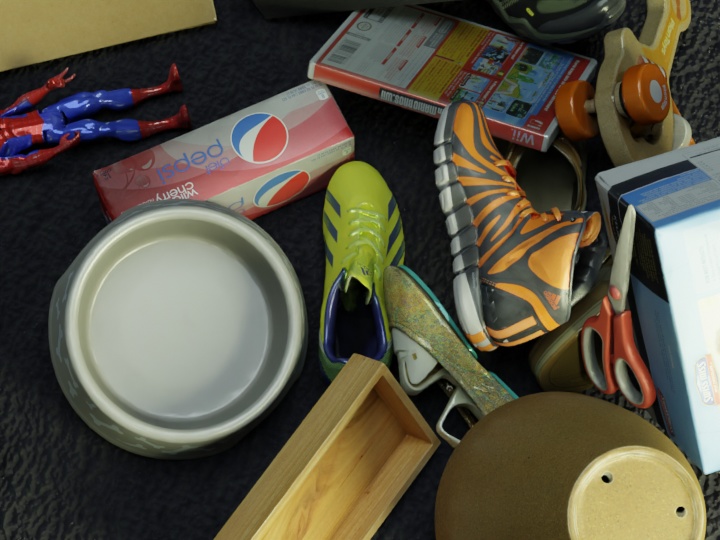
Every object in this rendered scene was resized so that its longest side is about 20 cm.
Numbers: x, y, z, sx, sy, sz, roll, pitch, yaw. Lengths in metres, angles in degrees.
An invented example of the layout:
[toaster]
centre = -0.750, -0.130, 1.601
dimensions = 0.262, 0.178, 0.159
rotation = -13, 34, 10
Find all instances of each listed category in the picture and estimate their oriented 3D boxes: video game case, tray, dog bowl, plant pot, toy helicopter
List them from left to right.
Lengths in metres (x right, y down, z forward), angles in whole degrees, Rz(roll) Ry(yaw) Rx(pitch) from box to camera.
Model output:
[dog bowl]
centre = -0.134, 0.042, 1.679
dimensions = 0.200, 0.059, 0.201
rotation = 1, 84, -8
[tray]
centre = -0.030, 0.169, 1.631
dimensions = 0.037, 0.099, 0.200
rotation = 18, 63, 44
[video game case]
centre = 0.075, -0.160, 1.787
dimensions = 0.200, 0.017, 0.143
rotation = 18, 35, 13
[plant pot]
centre = 0.161, 0.168, 1.541
dimensions = 0.186, 0.200, 0.187
rotation = 1, 82, -9
[toy helicopter]
centre = 0.235, -0.151, 1.778
dimensions = 0.079, 0.132, 0.200
rotation = -13, 42, 37

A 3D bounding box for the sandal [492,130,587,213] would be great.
[sandal]
centre = 0.141, -0.073, 1.763
dimensions = 0.080, 0.054, 0.200
rotation = 0, 58, 1

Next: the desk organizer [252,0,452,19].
[desk organizer]
centre = 0.002, -0.262, 1.809
dimensions = 0.200, 0.072, 0.077
rotation = -2, 57, 29

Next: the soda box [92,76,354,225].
[soda box]
centre = -0.105, -0.076, 1.765
dimensions = 0.200, 0.070, 0.063
rotation = -24, 67, -10

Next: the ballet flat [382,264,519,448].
[ballet flat]
centre = 0.070, 0.086, 1.667
dimensions = 0.071, 0.071, 0.200
rotation = -41, 88, -16

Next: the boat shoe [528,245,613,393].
[boat shoe]
centre = 0.200, 0.014, 1.720
dimensions = 0.200, 0.074, 0.066
rotation = -40, 46, -9

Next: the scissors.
[scissors]
centre = 0.178, 0.020, 1.610
dimensions = 0.014, 0.200, 0.073
rotation = -31, 42, -22

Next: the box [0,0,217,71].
[box]
centre = -0.232, -0.260, 1.838
dimensions = 0.200, 0.021, 0.164
rotation = -14, 100, -6

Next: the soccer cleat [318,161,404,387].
[soccer cleat]
centre = 0.001, 0.000, 1.718
dimensions = 0.065, 0.084, 0.200
rotation = 1, 65, 2

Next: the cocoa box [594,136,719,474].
[cocoa box]
centre = 0.266, 0.020, 1.620
dimensions = 0.133, 0.200, 0.131
rotation = -18, 22, -7

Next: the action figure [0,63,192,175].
[action figure]
centre = -0.240, -0.120, 1.805
dimensions = 0.200, 0.052, 0.066
rotation = -15, 69, -3

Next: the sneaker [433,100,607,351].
[sneaker]
centre = 0.122, -0.043, 1.660
dimensions = 0.112, 0.078, 0.200
rotation = -17, 68, 22

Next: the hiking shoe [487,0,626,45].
[hiking shoe]
centre = 0.122, -0.251, 1.803
dimensions = 0.200, 0.101, 0.076
rotation = 27, 68, 33
